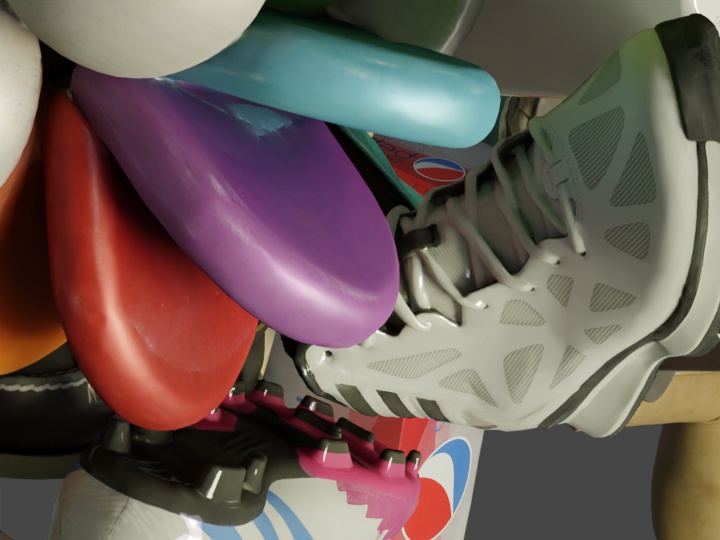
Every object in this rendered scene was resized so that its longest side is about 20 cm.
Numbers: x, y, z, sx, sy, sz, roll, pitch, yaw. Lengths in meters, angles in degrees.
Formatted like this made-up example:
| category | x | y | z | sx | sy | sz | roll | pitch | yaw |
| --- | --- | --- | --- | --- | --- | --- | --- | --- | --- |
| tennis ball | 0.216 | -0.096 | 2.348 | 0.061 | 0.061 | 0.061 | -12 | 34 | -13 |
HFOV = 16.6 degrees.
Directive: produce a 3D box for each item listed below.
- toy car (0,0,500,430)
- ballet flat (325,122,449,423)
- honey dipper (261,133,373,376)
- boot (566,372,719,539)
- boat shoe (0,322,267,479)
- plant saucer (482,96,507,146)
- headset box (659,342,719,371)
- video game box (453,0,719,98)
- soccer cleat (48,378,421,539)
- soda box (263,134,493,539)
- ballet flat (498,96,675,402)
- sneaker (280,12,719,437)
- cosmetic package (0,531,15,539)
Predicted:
| category | x | y | z | sx | sy | sz | roll | pitch | yaw |
| --- | --- | --- | --- | --- | --- | --- | --- | --- | --- |
| toy car | -0.047 | -0.039 | 0.656 | 0.200 | 0.151 | 0.175 | -31 | 166 | 24 |
| ballet flat | 0.000 | 0.000 | 0.816 | 0.067 | 0.071 | 0.200 | -34 | 119 | 15 |
| honey dipper | -0.039 | 0.023 | 0.884 | 0.038 | 0.038 | 0.201 | -16 | 131 | -52 |
| boot | 0.144 | 0.066 | 1.181 | 0.200 | 0.066 | 0.176 | 7 | 95 | -60 |
| boat shoe | -0.091 | 0.024 | 0.773 | 0.201 | 0.071 | 0.061 | -3 | 112 | -64 |
| plant saucer | 0.117 | -0.049 | 1.021 | 0.200 | 0.036 | 0.201 | -16 | 111 | -47 |
| headset box | 0.158 | -0.070 | 0.938 | 0.149 | 0.077 | 0.201 | -17 | 106 | -69 |
| video game box | 0.085 | -0.122 | 0.803 | 0.182 | 0.199 | 0.047 | -44 | 123 | -30 |
| soccer cleat | -0.044 | 0.084 | 0.750 | 0.087 | 0.070 | 0.200 | -67 | 160 | 8 |
| soda box | 0.006 | 0.044 | 0.933 | 0.063 | 0.070 | 0.201 | -26 | 132 | -49 |
| ballet flat | 0.078 | -0.011 | 0.908 | 0.068 | 0.046 | 0.200 | -62 | 151 | -18 |
| sneaker | 0.036 | -0.001 | 0.704 | 0.115 | 0.076 | 0.201 | -4 | 153 | -12 |
| cosmetic package | -0.135 | 0.147 | 0.765 | 0.074 | 0.101 | 0.201 | -44 | 143 | -29 |
